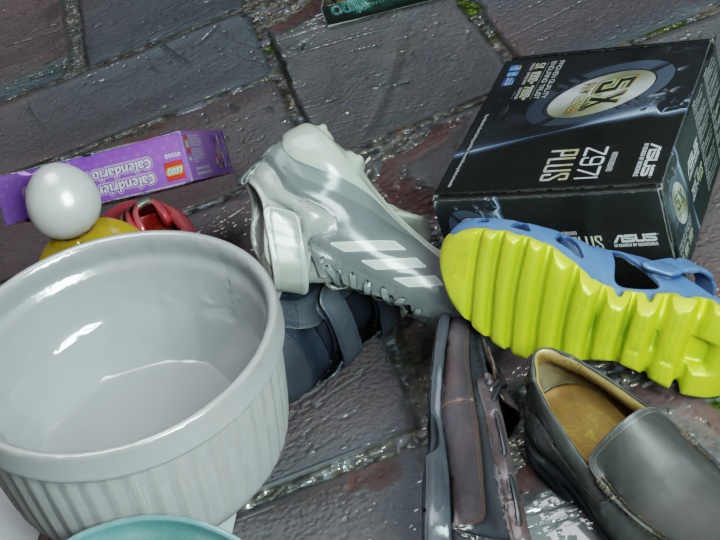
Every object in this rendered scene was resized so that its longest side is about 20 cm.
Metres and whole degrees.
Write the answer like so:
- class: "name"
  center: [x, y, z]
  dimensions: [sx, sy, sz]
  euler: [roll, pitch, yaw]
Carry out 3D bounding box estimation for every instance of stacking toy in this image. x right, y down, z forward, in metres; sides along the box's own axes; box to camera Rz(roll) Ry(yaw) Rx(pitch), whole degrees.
- class: "stacking toy"
  center: [-0.173, 0.016, 1.024]
  dimensions: [0.146, 0.200, 0.146]
  euler: [-14, 33, 10]

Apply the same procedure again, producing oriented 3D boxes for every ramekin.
- class: "ramekin"
  center: [-0.136, 0.076, 0.899]
  dimensions: [0.200, 0.105, 0.200]
  euler: [-7, 38, 6]

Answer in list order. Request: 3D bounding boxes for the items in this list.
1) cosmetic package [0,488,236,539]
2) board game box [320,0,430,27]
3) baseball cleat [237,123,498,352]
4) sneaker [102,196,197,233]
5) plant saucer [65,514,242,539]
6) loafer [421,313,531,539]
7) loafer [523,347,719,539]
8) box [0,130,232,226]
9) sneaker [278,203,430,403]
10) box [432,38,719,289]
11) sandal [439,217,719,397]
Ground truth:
- class: "cosmetic package"
  center: [-0.180, 0.164, 0.948]
  dimensions: [0.200, 0.052, 0.151]
  euler: [-10, 31, 14]
- class: "board game box"
  center: [0.029, -0.325, 1.585]
  dimensions: [0.135, 0.028, 0.200]
  euler: [-13, 33, 10]
- class: "baseball cleat"
  center: [0.000, 0.000, 0.993]
  dimensions: [0.106, 0.200, 0.070]
  euler: [-43, 0, -13]
- class: "sneaker"
  center: [-0.160, -0.029, 1.191]
  dimensions: [0.074, 0.087, 0.200]
  euler: [-30, 33, -17]
- class: "plant saucer"
  center: [-0.117, 0.227, 0.782]
  dimensions: [0.200, 0.036, 0.200]
  euler: [-9, 56, 13]
- class: "loafer"
  center: [0.070, 0.103, 0.894]
  dimensions: [0.063, 0.072, 0.200]
  euler: [2, 39, 4]
- class: "loafer"
  center: [0.151, 0.109, 0.822]
  dimensions: [0.073, 0.072, 0.200]
  euler: [-32, 34, -20]
- class: "box"
  center: [-0.178, -0.072, 1.127]
  dimensions: [0.137, 0.039, 0.200]
  euler: [-14, 4, 5]
- class: "sneaker"
  center: [-0.012, 0.017, 1.048]
  dimensions: [0.079, 0.078, 0.200]
  euler: [2, 41, 25]
- class: "box"
  center: [0.164, -0.076, 1.081]
  dimensions: [0.164, 0.086, 0.200]
  euler: [-1, 37, 27]
- class: "sandal"
  center: [0.146, 0.016, 0.931]
  dimensions: [0.200, 0.080, 0.087]
  euler: [20, 29, 3]
